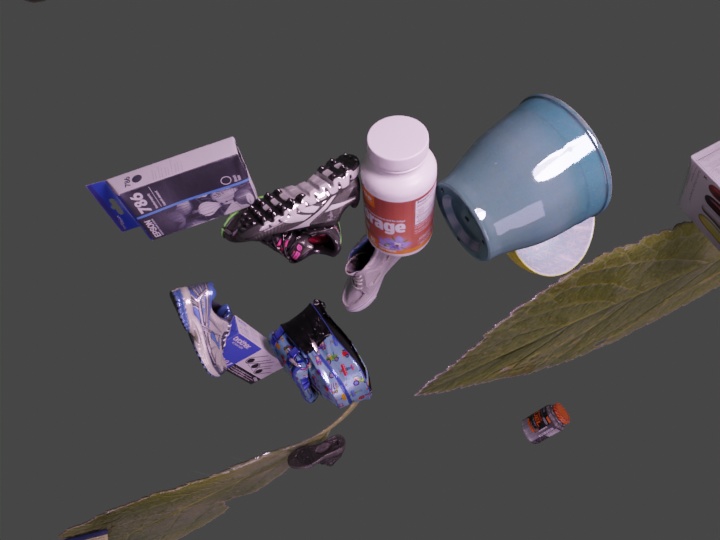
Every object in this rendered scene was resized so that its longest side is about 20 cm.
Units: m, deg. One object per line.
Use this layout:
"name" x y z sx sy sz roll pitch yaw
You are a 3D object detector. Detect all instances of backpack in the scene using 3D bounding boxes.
"backpack" -0.070 0.191 1.028 0.134 0.200 0.184 -34 151 -16

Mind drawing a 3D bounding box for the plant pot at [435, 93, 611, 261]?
"plant pot" 0.221 -0.117 0.759 0.187 0.201 0.201 -33 147 -5

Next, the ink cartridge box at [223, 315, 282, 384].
"ink cartridge box" -0.239 0.167 1.055 0.093 0.045 0.200 -28 146 5

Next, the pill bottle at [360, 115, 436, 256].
"pill bottle" 0.056 -0.121 0.767 0.110 0.113 0.201 -18 146 -7

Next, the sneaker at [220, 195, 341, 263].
"sneaker" -0.110 -0.057 0.781 0.197 0.085 0.077 0 140 -31

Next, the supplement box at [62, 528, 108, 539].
"supplement box" -0.880 0.979 1.664 0.132 0.202 0.201 -3 143 -28

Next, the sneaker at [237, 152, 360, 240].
"sneaker" -0.076 -0.082 0.735 0.198 0.066 0.091 -33 132 -17

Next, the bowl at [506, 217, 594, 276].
"bowl" 0.314 -0.092 0.944 0.197 0.204 0.107 -7 -174 -23

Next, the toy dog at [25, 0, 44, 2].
"toy dog" -0.230 -0.298 0.354 0.199 0.140 0.194 -40 180 22

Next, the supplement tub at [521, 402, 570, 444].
"supplement tub" 0.853 0.702 2.385 0.121 0.124 0.200 16 130 -44

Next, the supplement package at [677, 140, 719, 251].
"supplement package" 0.813 -0.153 1.094 0.145 0.202 0.191 -28 146 8

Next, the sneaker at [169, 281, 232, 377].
"sneaker" -0.257 0.105 0.904 0.084 0.077 0.202 -25 132 -19

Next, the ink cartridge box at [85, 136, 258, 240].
"ink cartridge box" -0.243 -0.100 0.686 0.197 0.040 0.100 -20 147 -4

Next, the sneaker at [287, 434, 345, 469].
"sneaker" -0.143 0.620 1.716 0.196 0.077 0.115 -17 141 -18

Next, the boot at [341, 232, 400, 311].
"boot" 0.000 0.000 0.929 0.095 0.074 0.201 -5 136 -48
